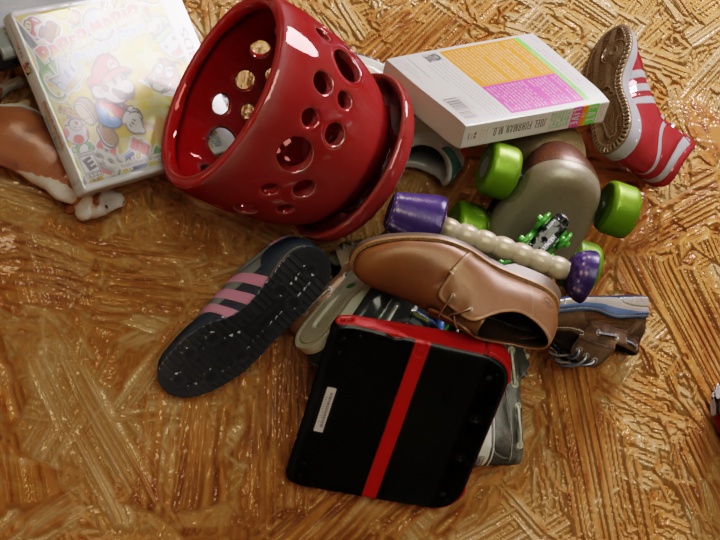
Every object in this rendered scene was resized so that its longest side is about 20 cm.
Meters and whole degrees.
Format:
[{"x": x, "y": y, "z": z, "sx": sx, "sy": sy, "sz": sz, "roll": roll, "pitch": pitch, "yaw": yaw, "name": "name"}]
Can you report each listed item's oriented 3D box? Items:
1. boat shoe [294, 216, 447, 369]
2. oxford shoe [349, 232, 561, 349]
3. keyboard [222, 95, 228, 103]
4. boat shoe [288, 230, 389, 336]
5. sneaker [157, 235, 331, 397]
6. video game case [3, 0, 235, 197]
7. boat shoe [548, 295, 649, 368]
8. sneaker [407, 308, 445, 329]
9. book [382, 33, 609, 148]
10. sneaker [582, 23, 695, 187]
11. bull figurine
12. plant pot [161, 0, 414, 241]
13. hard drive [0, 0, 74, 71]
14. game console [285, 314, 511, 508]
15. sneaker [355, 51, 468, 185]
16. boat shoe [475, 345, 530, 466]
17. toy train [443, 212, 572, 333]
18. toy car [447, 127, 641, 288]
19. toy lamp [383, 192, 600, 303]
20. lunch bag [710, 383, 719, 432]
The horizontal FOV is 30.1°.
[{"x": 0.022, "y": 0.022, "z": 1.271, "sx": 0.068, "sy": 0.072, "sz": 0.200, "roll": 49, "pitch": 67, "yaw": -19, "name": "boat shoe"}, {"x": 0.085, "y": 0.020, "z": 1.194, "sx": 0.199, "sy": 0.072, "sz": 0.072, "roll": 15, "pitch": 42, "yaw": -4, "name": "oxford shoe"}, {"x": -0.225, "y": -0.221, "z": 1.377, "sx": 0.199, "sy": 0.011, "sz": 0.056, "roll": 34, "pitch": 66, "yaw": -3, "name": "keyboard"}, {"x": 0.000, "y": 0.000, "z": 1.335, "sx": 0.072, "sy": 0.076, "sz": 0.200, "roll": 37, "pitch": 65, "yaw": 1, "name": "boat shoe"}, {"x": -0.118, "y": 0.042, "z": 1.298, "sx": 0.200, "sy": 0.082, "sz": 0.070, "roll": -39, "pitch": 117, "yaw": -6, "name": "sneaker"}, {"x": -0.225, "y": -0.180, "z": 1.303, "sx": 0.199, "sy": 0.023, "sz": 0.183, "roll": -22, "pitch": 88, "yaw": -42, "name": "video game case"}, {"x": 0.224, "y": 0.062, "z": 1.354, "sx": 0.199, "sy": 0.072, "sz": 0.073, "roll": -1, "pitch": 88, "yaw": -37, "name": "boat shoe"}, {"x": 0.031, "y": 0.076, "z": 1.313, "sx": 0.074, "sy": 0.082, "sz": 0.201, "roll": 31, "pitch": 68, "yaw": -6, "name": "sneaker"}, {"x": 0.138, "y": -0.182, "z": 1.360, "sx": 0.199, "sy": 0.048, "sz": 0.134, "roll": -13, "pitch": 42, "yaw": -35, "name": "book"}, {"x": 0.309, "y": -0.177, "z": 1.485, "sx": 0.112, "sy": 0.071, "sz": 0.201, "roll": 31, "pitch": 45, "yaw": -27, "name": "sneaker"}, {"x": -0.310, "y": -0.130, "z": 1.294, "sx": 0.199, "sy": 0.065, "sz": 0.122, "roll": 24, "pitch": 63, "yaw": -10, "name": "bull figurine"}, {"x": -0.065, "y": -0.133, "z": 1.274, "sx": 0.182, "sy": 0.200, "sz": 0.202, "roll": 28, "pitch": 64, "yaw": -33, "name": "plant pot"}, {"x": -0.310, "y": -0.281, "z": 1.327, "sx": 0.200, "sy": 0.033, "sz": 0.140, "roll": -28, "pitch": 79, "yaw": -43, "name": "hard drive"}, {"x": 0.036, "y": 0.135, "z": 1.248, "sx": 0.176, "sy": 0.201, "sz": 0.031, "roll": 12, "pitch": 32, "yaw": -9, "name": "game console"}, {"x": 0.024, "y": -0.154, "z": 1.392, "sx": 0.199, "sy": 0.070, "sz": 0.094, "roll": 22, "pitch": 62, "yaw": -11, "name": "sneaker"}, {"x": 0.134, "y": 0.096, "z": 1.346, "sx": 0.063, "sy": 0.071, "sz": 0.201, "roll": 4, "pitch": 79, "yaw": -14, "name": "boat shoe"}, {"x": 0.131, "y": 0.022, "z": 1.283, "sx": 0.042, "sy": 0.056, "sz": 0.200, "roll": 43, "pitch": 73, "yaw": 1, "name": "toy train"}, {"x": 0.183, "y": -0.101, "z": 1.411, "sx": 0.163, "sy": 0.158, "sz": 0.201, "roll": 17, "pitch": 40, "yaw": -14, "name": "toy car"}, {"x": 0.119, "y": -0.023, "z": 1.233, "sx": 0.199, "sy": 0.058, "sz": 0.059, "roll": 19, "pitch": 68, "yaw": -5, "name": "toy lamp"}, {"x": 0.476, "y": 0.148, "z": 1.415, "sx": 0.199, "sy": 0.082, "sz": 0.177, "roll": -18, "pitch": 77, "yaw": -20, "name": "lunch bag"}]
